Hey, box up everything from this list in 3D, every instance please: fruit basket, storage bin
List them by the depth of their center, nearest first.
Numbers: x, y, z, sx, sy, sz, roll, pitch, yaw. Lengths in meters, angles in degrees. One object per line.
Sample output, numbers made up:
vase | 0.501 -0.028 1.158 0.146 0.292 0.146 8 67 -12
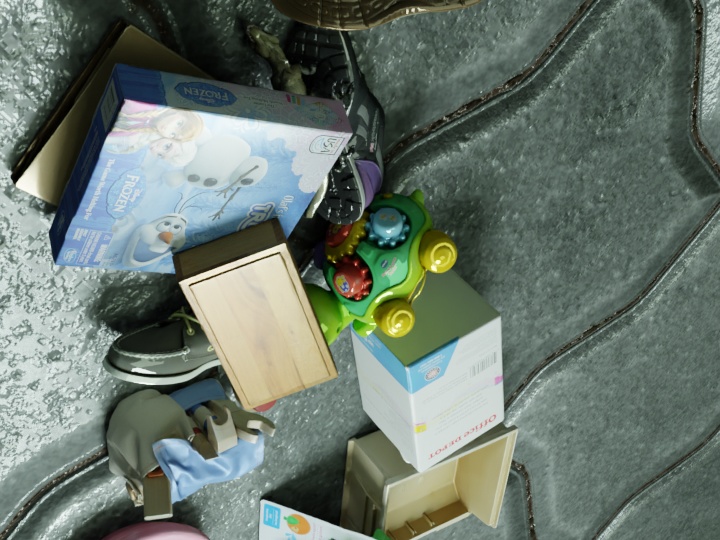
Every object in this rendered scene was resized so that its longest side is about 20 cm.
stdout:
fruit basket | -0.035 0.374 1.417 0.094 0.198 0.187 -64 164 -52
storage bin | 0.082 0.279 1.502 0.198 0.094 0.200 -19 132 -29

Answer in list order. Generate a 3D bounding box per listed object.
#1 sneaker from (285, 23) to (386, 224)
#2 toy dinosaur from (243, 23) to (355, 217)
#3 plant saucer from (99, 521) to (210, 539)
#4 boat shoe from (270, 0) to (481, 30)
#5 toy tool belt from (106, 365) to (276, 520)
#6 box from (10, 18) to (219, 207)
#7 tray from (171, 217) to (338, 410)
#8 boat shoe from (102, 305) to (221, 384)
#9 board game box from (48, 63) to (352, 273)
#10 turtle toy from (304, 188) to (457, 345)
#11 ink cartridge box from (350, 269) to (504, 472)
sneaker | -0.018 -0.151 1.107 0.088 0.075 0.202 -48 142 -45
toy dinosaur | -0.042 -0.131 1.046 0.047 0.088 0.202 -37 125 -32
plant saucer | -0.253 0.353 1.308 0.199 0.051 0.202 -23 135 -25
boat shoe | 0.014 -0.253 1.033 0.198 0.065 0.073 -9 108 -12
toy tool belt | -0.150 0.176 1.198 0.199 0.123 0.126 -22 134 -27
box | -0.179 -0.104 1.025 0.164 0.021 0.199 -53 140 8
tray | -0.091 0.046 1.079 0.098 0.037 0.201 -20 137 -1
boat shoe | -0.158 0.061 1.142 0.200 0.072 0.061 -9 126 -43
board game box | -0.136 -0.073 0.985 0.197 0.044 0.200 3 141 -31
turtle toy | 0.000 0.000 1.183 0.101 0.146 0.201 32 95 -27
ink cartridge box | 0.076 0.115 1.340 0.128 0.125 0.201 -27 136 -21
